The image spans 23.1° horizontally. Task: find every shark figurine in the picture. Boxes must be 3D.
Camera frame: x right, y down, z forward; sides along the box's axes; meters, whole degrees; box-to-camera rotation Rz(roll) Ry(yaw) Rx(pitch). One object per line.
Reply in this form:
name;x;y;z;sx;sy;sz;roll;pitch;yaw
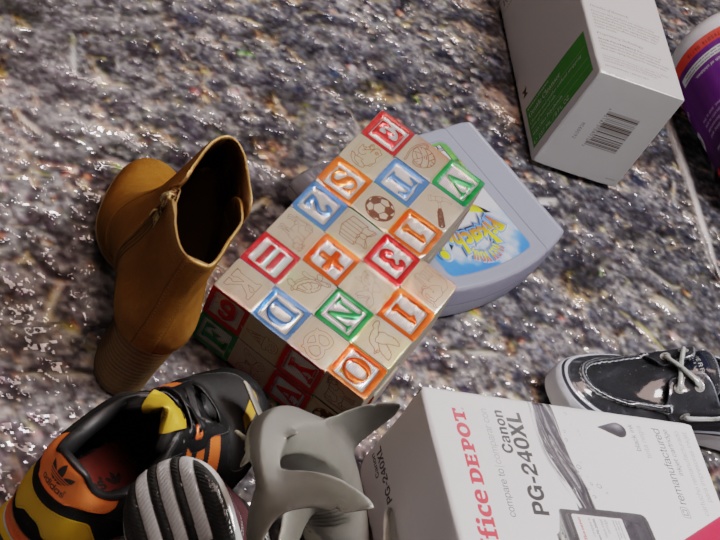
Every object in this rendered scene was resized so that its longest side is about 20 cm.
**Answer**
shark figurine;-0.018;0.095;0.931;0.214;0.089;0.128;55;13;-75

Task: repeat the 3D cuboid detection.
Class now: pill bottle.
pill bottle;0.344;-0.120;1.482;0.112;0.113;0.200;6;48;-32

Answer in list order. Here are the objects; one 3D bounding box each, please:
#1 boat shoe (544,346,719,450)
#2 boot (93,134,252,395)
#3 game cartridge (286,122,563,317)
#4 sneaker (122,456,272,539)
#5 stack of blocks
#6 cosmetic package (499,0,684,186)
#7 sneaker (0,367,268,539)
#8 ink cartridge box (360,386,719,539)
boat shoe;0.223;0.083;1.226;0.199;0.068;0.072;13;44;-26
boot;-0.105;-0.034;1.042;0.071;0.144;0.202;22;41;-18
game cartridge;0.055;-0.034;1.247;0.200;0.040;0.133;-21;69;-46
sneaker;-0.058;0.193;0.910;0.116;0.075;0.201;26;51;-78
stack of blocks;0.000;0.000;1.117;0.115;0.059;0.200;36;51;5
cosmetic package;0.184;-0.180;1.429;0.085;0.108;0.200;15;42;-23
sneaker;-0.105;0.094;0.957;0.070;0.090;0.200;46;40;12
ink cartridge box;0.115;0.159;1.034;0.199;0.083;0.146;10;45;-26
